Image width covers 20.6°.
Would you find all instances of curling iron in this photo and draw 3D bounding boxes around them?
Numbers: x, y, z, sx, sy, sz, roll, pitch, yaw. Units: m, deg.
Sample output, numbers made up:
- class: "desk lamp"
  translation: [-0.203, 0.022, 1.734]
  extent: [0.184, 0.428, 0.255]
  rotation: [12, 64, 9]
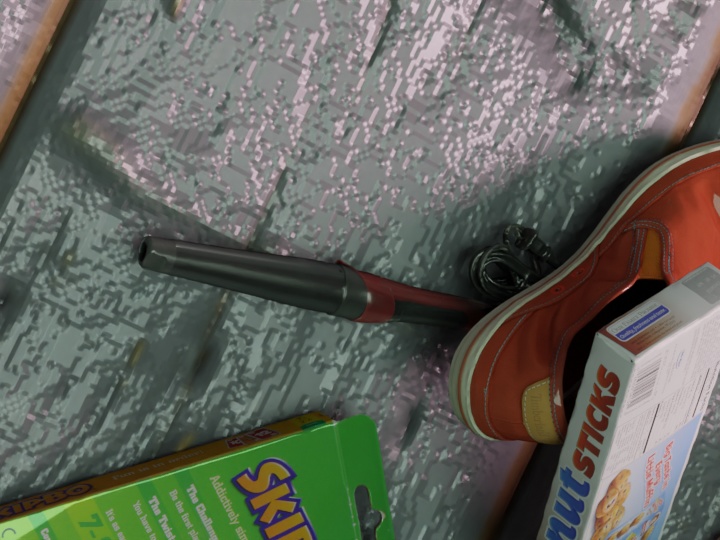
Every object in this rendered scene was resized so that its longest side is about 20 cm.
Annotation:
- class: "curling iron"
  translation: [0.000, 0.000, 0.831]
  extent: [0.199, 0.026, 0.050]
  rotation: [4, 101, -25]

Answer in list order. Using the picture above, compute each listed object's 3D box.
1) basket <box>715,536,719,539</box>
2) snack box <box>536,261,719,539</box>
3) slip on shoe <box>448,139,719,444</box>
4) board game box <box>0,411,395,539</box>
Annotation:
- class: "basket"
  translation: [0.256, 0.174, 0.881]
  extent: [0.123, 0.200, 0.136]
  rotation: [-26, 109, -12]
- class: "snack box"
  translation: [0.108, 0.090, 0.829]
  extent: [0.072, 0.024, 0.201]
  rotation: [-29, 144, -36]
- class: "slip on shoe"
  translation: [0.123, 0.011, 0.852]
  extent: [0.200, 0.061, 0.074]
  rotation: [-37, 126, -31]
- class: "board game box"
  translation: [-0.079, 0.127, 0.819]
  extent: [0.199, 0.030, 0.096]
  rotation: [-14, 105, -18]
